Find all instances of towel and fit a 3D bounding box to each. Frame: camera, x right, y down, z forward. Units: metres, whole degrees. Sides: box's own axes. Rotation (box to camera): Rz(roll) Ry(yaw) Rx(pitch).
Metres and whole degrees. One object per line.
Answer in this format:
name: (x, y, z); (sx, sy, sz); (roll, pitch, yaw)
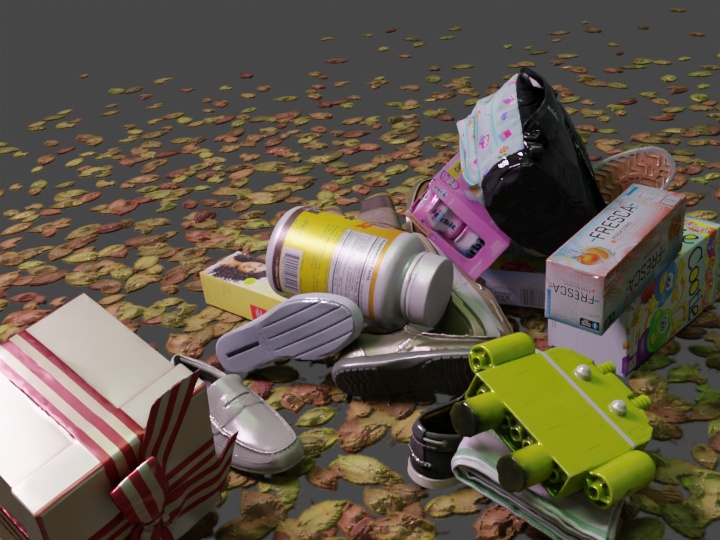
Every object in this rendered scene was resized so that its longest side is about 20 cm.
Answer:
towel: (0.176, 0.150, 0.823); (0.148, 0.031, 0.200); (31, 37, 9)

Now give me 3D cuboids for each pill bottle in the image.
pill bottle: (0.000, 0.000, 1.035); (0.198, 0.111, 0.109); (16, 33, 24)

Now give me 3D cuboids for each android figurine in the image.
android figurine: (0.176, 0.126, 0.804); (0.198, 0.041, 0.182); (-11, 46, -36)

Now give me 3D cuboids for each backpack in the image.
backpack: (0.183, -0.128, 1.027); (0.126, 0.167, 0.202); (-28, 41, 24)

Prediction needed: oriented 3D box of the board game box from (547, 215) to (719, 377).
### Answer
board game box: (0.311, 0.017, 1.039); (0.199, 0.106, 0.102); (-29, 35, -36)

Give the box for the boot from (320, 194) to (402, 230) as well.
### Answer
boot: (-0.025, -0.014, 1.203); (0.199, 0.070, 0.148); (-28, 39, 34)

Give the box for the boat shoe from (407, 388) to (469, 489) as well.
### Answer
boat shoe: (0.131, 0.139, 0.882); (0.198, 0.068, 0.072); (-19, 27, -28)

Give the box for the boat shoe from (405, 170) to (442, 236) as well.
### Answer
boat shoe: (0.116, -0.092, 1.216); (0.067, 0.073, 0.200); (1, 26, 23)

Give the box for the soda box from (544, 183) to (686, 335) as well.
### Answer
soda box: (0.259, -0.016, 0.924); (0.063, 0.069, 0.199); (18, 36, 35)

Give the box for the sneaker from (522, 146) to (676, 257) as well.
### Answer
sneaker: (0.280, -0.088, 1.097); (0.199, 0.072, 0.080); (-30, 3, 23)

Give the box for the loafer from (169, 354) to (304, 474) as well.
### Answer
loafer: (-0.133, 0.142, 0.924); (0.199, 0.071, 0.070); (19, 36, 40)

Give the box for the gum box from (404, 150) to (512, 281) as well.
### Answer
gum box: (0.138, -0.080, 1.107); (0.113, 0.066, 0.200); (41, 33, 1)

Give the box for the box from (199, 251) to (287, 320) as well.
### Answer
box: (-0.110, 0.031, 1.160); (0.198, 0.051, 0.075); (17, 35, 36)

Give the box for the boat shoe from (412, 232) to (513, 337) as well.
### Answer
boat shoe: (0.110, 0.032, 1.081); (0.068, 0.075, 0.201); (4, 39, -30)

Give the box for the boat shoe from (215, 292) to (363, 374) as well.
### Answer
boat shoe: (-0.075, 0.063, 1.017); (0.198, 0.073, 0.062); (-16, 11, 33)

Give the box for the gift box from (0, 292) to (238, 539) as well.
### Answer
gift box: (-0.213, 0.144, 0.762); (0.186, 0.186, 0.200); (33, 56, 28)

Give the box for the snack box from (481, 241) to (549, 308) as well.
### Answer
snack box: (0.168, -0.013, 1.182); (0.197, 0.054, 0.142); (6, 27, 25)

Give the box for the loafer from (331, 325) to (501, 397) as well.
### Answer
loafer: (0.068, 0.086, 0.971); (0.197, 0.076, 0.070); (-2, 48, 8)
